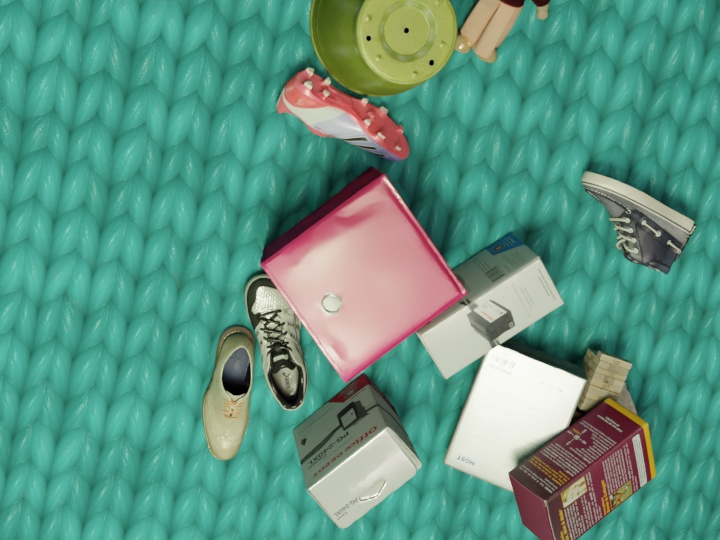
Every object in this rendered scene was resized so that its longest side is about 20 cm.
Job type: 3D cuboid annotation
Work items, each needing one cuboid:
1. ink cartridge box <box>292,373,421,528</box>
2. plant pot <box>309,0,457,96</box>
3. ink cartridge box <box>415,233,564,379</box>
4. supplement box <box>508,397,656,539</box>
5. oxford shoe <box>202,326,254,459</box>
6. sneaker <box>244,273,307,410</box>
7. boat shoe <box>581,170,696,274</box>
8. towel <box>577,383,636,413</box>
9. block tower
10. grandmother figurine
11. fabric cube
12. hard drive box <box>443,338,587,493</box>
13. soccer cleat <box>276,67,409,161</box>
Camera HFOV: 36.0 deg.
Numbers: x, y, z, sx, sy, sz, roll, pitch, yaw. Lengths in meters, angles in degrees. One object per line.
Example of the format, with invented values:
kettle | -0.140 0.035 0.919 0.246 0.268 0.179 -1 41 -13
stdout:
ink cartridge box | -0.009 0.253 1.579 0.145 0.200 0.084 -38 108 2
plant pot | 0.042 -0.315 1.436 0.197 0.193 0.203 -2 106 -9
ink cartridge box | 0.169 0.048 1.582 0.199 0.145 0.084 -32 109 0
supplement box | 0.320 0.292 1.591 0.199 0.085 0.111 -32 125 -19
oxford shoe | -0.191 0.186 1.596 0.070 0.074 0.203 3 105 -10
sneaker | -0.112 0.104 1.581 0.075 0.088 0.203 -17 106 -3
boat shoe | 0.395 -0.066 1.625 0.198 0.075 0.094 25 92 -16
towel | 0.343 0.260 1.729 0.198 0.034 0.134 -25 106 -3
block tower | 0.342 0.217 1.672 0.053 0.058 0.202 17 102 -14
grandmother figurine | 0.196 -0.361 1.462 0.120 0.061 0.201 10 145 -15
fabric cube | 0.000 0.000 1.501 0.198 0.200 0.197 -35 98 1
hard drive box | 0.229 0.217 1.651 0.154 0.077 0.202 22 101 6
soccer cleat | -0.022 -0.204 1.532 0.199 0.067 0.076 29 135 -23
